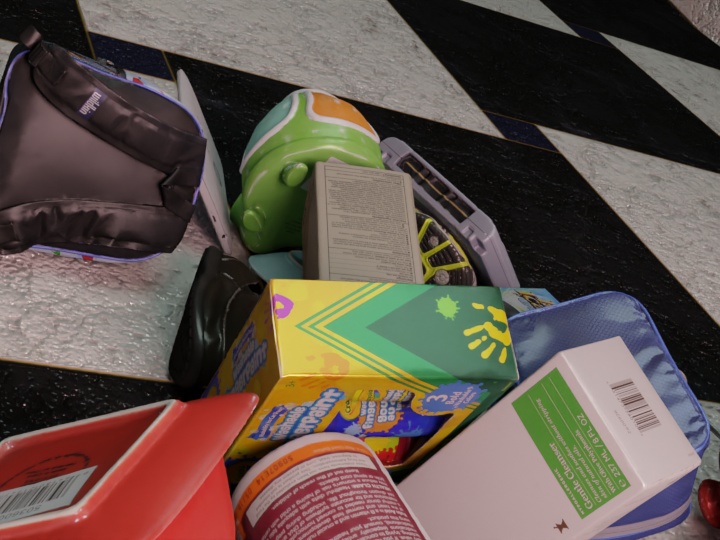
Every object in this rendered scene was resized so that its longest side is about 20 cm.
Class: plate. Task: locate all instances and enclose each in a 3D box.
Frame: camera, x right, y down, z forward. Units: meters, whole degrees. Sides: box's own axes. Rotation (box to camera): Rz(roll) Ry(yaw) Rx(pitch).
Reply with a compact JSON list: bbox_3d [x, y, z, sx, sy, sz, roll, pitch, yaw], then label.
[{"bbox_3d":[-0.011,0.021,1.184,0.199,0.026,0.200,24,10,-5],"label":"plate"}]

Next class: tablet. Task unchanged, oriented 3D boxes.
[{"bbox_3d":[-0.159,-0.115,1.287,0.014,0.131,0.200,-18,31,2],"label":"tablet"}]

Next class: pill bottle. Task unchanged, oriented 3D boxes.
[{"bbox_3d":[0.000,0.205,0.783,0.114,0.115,0.200,7,29,-32],"label":"pill bottle"}]

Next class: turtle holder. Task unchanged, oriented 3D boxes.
[{"bbox_3d":[-0.052,-0.091,1.237,0.140,0.186,0.132,0,53,-12],"label":"turtle holder"}]

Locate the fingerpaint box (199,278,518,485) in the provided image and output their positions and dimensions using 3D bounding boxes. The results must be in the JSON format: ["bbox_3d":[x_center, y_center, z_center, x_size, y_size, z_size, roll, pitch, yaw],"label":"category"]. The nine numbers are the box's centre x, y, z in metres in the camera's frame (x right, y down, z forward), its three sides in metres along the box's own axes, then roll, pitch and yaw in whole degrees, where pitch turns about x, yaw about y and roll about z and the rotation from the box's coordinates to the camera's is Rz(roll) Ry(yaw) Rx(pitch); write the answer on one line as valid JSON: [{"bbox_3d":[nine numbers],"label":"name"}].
[{"bbox_3d":[-0.010,0.086,0.878,0.166,0.200,0.074,3,61,-22],"label":"fingerpaint box"}]

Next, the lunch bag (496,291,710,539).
[{"bbox_3d":[0.189,0.124,1.045,0.135,0.133,0.201,-12,49,-8],"label":"lunch bag"}]

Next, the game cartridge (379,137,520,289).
[{"bbox_3d":[0.098,-0.052,1.383,0.040,0.134,0.200,-36,51,-10],"label":"game cartridge"}]

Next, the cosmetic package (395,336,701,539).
[{"bbox_3d":[0.122,0.146,0.878,0.085,0.200,0.108,-8,59,-49],"label":"cosmetic package"}]

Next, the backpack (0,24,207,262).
[{"bbox_3d":[-0.238,-0.096,1.111,0.190,0.201,0.154,18,12,-19],"label":"backpack"}]

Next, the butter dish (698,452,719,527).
[{"bbox_3d":[0.369,0.190,1.100,0.199,0.147,0.201,-33,102,-59],"label":"butter dish"}]

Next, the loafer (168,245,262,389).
[{"bbox_3d":[-0.113,0.038,1.061,0.071,0.073,0.200,18,25,-8],"label":"loafer"}]

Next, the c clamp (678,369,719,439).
[{"bbox_3d":[0.281,0.099,1.184,0.171,0.027,0.200,41,4,29],"label":"c clamp"}]

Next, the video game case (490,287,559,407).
[{"bbox_3d":[0.173,0.087,1.252,0.181,0.046,0.200,3,31,-39],"label":"video game case"}]

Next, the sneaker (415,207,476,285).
[{"bbox_3d":[0.057,-0.040,1.368,0.200,0.076,0.076,43,24,26],"label":"sneaker"}]

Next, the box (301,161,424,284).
[{"bbox_3d":[0.000,0.000,1.079,0.094,0.078,0.201,8,40,-9],"label":"box"}]

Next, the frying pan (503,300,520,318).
[{"bbox_3d":[0.145,0.066,1.181,0.190,0.031,0.115,32,23,25],"label":"frying pan"}]

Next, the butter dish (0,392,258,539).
[{"bbox_3d":[-0.150,0.174,0.695,0.199,0.149,0.199,-14,15,21],"label":"butter dish"}]
